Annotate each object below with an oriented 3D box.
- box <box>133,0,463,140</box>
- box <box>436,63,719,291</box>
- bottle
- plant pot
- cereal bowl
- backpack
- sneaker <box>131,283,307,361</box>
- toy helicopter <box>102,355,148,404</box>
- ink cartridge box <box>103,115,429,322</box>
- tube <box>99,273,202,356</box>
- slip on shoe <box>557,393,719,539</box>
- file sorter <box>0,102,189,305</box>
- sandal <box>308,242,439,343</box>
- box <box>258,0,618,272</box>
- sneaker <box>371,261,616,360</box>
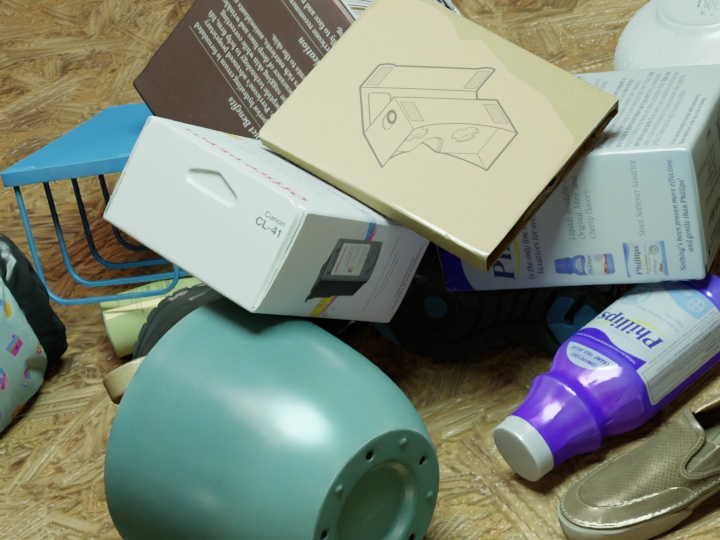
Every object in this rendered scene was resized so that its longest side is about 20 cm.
[{"bbox_3d":[-0.037,-0.156,1.745,0.200,0.164,0.166,-48,62,28],"label":"box"},{"bbox_3d":[0.171,-0.070,1.638,0.200,0.105,0.184,-2,23,21],"label":"box"},{"bbox_3d":[0.181,0.073,1.558,0.200,0.065,0.084,-36,38,-22],"label":"bottle"},{"bbox_3d":[-0.045,0.134,1.481,0.161,0.201,0.201,23,52,39],"label":"plant pot"},{"bbox_3d":[0.306,-0.197,1.862,0.200,0.083,0.200,-15,33,10],"label":"cereal bowl"},{"bbox_3d":[-0.337,0.073,1.759,0.127,0.167,0.200,24,59,40],"label":"backpack"},{"bbox_3d":[-0.099,0.044,1.703,0.200,0.076,0.091,-45,39,11],"label":"sneaker"},{"bbox_3d":[-0.130,0.078,1.569,0.132,0.079,0.200,-26,-11,20],"label":"toy helicopter"},{"bbox_3d":[-0.062,-0.033,1.545,0.148,0.086,0.200,31,12,26],"label":"ink cartridge box"},{"bbox_3d":[-0.114,0.016,1.815,0.200,0.052,0.058,-18,71,-3],"label":"tube"},{"bbox_3d":[0.222,0.121,1.473,0.200,0.061,0.076,-20,33,0],"label":"slip on shoe"},{"bbox_3d":[-0.181,-0.063,1.841,0.139,0.123,0.200,-7,16,23],"label":"file sorter"},{"bbox_3d":[0.000,0.001,1.734,0.200,0.048,0.075,-45,53,-12],"label":"sandal"},{"bbox_3d":[0.055,-0.105,1.550,0.200,0.021,0.163,31,67,23],"label":"box"},{"bbox_3d":[0.099,0.023,1.682,0.200,0.073,0.082,5,30,20],"label":"sneaker"}]
